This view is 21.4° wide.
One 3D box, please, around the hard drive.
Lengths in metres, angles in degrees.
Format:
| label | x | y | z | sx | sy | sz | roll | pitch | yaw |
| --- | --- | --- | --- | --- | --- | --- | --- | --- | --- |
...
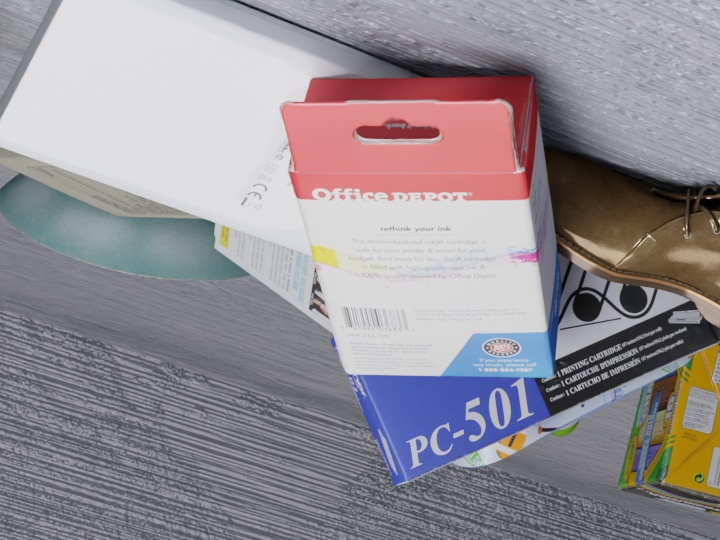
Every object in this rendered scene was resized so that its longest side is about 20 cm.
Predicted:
| label | x | y | z | sx | sy | sz | roll | pitch | yaw |
| --- | --- | --- | --- | --- | --- | --- | --- | --- | --- |
| hard drive | -0.075 | -0.081 | 0.982 | 0.200 | 0.027 | 0.132 | 19 | 134 | -21 |

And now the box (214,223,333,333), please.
| label | x | y | z | sx | sy | sz | roll | pitch | yaw |
| --- | --- | --- | --- | --- | --- | --- | --- | --- | --- |
| box | 0.000 | 0.000 | 1.174 | 0.200 | 0.049 | 0.082 | 35 | 144 | 20 |

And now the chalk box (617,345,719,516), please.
| label | x | y | z | sx | sy | sz | roll | pitch | yaw |
| --- | --- | --- | --- | --- | --- | --- | --- | --- | --- |
| chalk box | 0.292 | 0.134 | 1.555 | 0.125 | 0.124 | 0.200 | 16 | 172 | -3 |

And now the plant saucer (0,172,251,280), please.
| label | x | y | z | sx | sy | sz | roll | pitch | yaw |
| --- | --- | --- | --- | --- | --- | --- | --- | --- | --- |
| plant saucer | -0.146 | -0.050 | 1.306 | 0.201 | 0.039 | 0.201 | 11 | -159 | -4 |

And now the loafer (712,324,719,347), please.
| label | x | y | z | sx | sy | sz | roll | pitch | yaw |
| --- | --- | --- | --- | --- | --- | --- | --- | --- | --- |
| loafer | 0.228 | 0.022 | 1.139 | 0.200 | 0.072 | 0.073 | 8 | 169 | 45 |

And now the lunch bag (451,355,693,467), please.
| label | x | y | z | sx | sy | sz | roll | pitch | yaw |
| --- | --- | --- | --- | --- | --- | --- | --- | --- | --- |
| lunch bag | 0.118 | 0.059 | 1.275 | 0.200 | 0.076 | 0.160 | -26 | -167 | -23 |

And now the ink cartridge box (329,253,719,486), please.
| label | x | y | z | sx | sy | sz | roll | pitch | yaw |
| --- | --- | --- | --- | --- | --- | --- | --- | --- | --- |
| ink cartridge box | 0.093 | 0.040 | 1.079 | 0.200 | 0.094 | 0.044 | -23 | 174 | -12 |

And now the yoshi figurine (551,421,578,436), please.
| label | x | y | z | sx | sy | sz | roll | pitch | yaw |
| --- | --- | --- | --- | --- | --- | --- | --- | --- | --- |
| yoshi figurine | 0.161 | 0.064 | 1.539 | 0.112 | 0.113 | 0.200 | -23 | 154 | -4 |

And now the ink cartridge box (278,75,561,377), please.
| label | x | y | z | sx | sy | sz | roll | pitch | yaw |
| --- | --- | --- | --- | --- | --- | --- | --- | --- | --- |
| ink cartridge box | 0.035 | -0.033 | 0.955 | 0.116 | 0.067 | 0.200 | 1 | 139 | 12 |

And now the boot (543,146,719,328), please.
| label | x | y | z | sx | sy | sz | roll | pitch | yaw |
| --- | --- | --- | --- | --- | --- | --- | --- | --- | --- |
| boot | 0.172 | -0.028 | 1.033 | 0.200 | 0.074 | 0.075 | 23 | 140 | -13 |

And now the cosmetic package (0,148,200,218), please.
| label | x | y | z | sx | sy | sz | roll | pitch | yaw |
| --- | --- | --- | --- | --- | --- | --- | --- | --- | --- |
| cosmetic package | -0.123 | -0.080 | 1.135 | 0.105 | 0.071 | 0.200 | 25 | 167 | -37 |
